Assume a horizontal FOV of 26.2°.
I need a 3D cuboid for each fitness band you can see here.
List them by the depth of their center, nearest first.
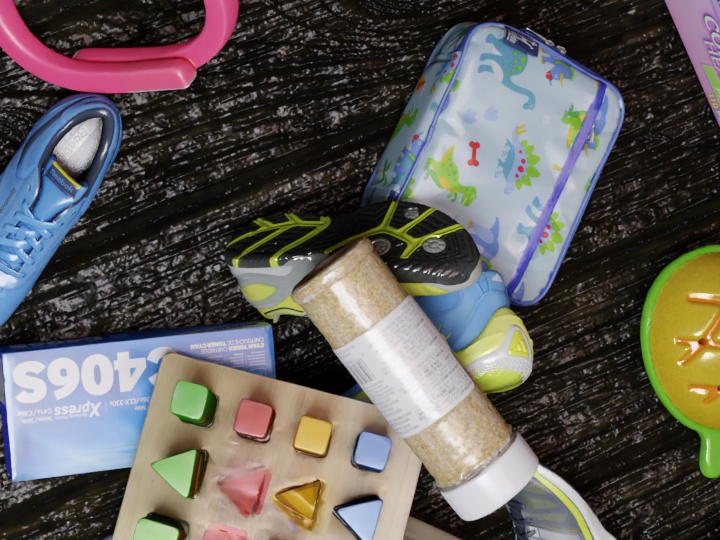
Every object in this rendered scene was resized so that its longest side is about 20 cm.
[{"bbox_3d":[-0.177,-0.190,1.055,0.037,0.200,0.144,-60,141,-44],"label":"fitness band"}]

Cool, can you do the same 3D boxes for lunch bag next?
[{"bbox_3d":[0.106,-0.082,1.195,0.161,0.082,0.200,28,87,-20],"label":"lunch bag"}]

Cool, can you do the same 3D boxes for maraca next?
[{"bbox_3d":[0.298,0.076,1.252,0.137,0.107,0.200,-27,102,-12],"label":"maraca"}]

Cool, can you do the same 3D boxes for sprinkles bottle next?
[{"bbox_3d":[0.037,0.074,1.053,0.068,0.068,0.200,-39,96,-11],"label":"sprinkles bottle"}]

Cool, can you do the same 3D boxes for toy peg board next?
[{"bbox_3d":[-0.069,0.173,1.061,0.199,0.098,0.200,14,82,1],"label":"toy peg board"}]

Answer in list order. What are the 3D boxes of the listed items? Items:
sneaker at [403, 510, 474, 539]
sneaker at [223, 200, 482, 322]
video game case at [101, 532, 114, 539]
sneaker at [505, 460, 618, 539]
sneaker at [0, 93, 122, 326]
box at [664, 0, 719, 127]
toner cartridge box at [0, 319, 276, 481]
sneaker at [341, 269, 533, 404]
[{"bbox_3d":[0.000,0.204,1.162,0.200,0.070,0.076,27,89,-12],"label":"sneaker"},{"bbox_3d":[0.000,0.000,1.131,0.075,0.200,0.076,-58,139,-41],"label":"sneaker"},{"bbox_3d":[-0.077,0.254,1.192,0.182,0.022,0.200,-26,100,-14],"label":"video game case"},{"bbox_3d":[0.150,0.215,1.236,0.081,0.074,0.200,-43,103,-7],"label":"sneaker"},{"bbox_3d":[-0.235,-0.039,1.091,0.066,0.078,0.200,33,85,-19],"label":"sneaker"},{"bbox_3d":[0.372,-0.211,1.262,0.200,0.097,0.176,-30,103,-14],"label":"box"},{"bbox_3d":[-0.162,0.094,1.141,0.200,0.043,0.095,-6,97,-17],"label":"toner cartridge box"},{"bbox_3d":[0.048,0.061,1.158,0.076,0.200,0.105,19,56,-41],"label":"sneaker"}]
